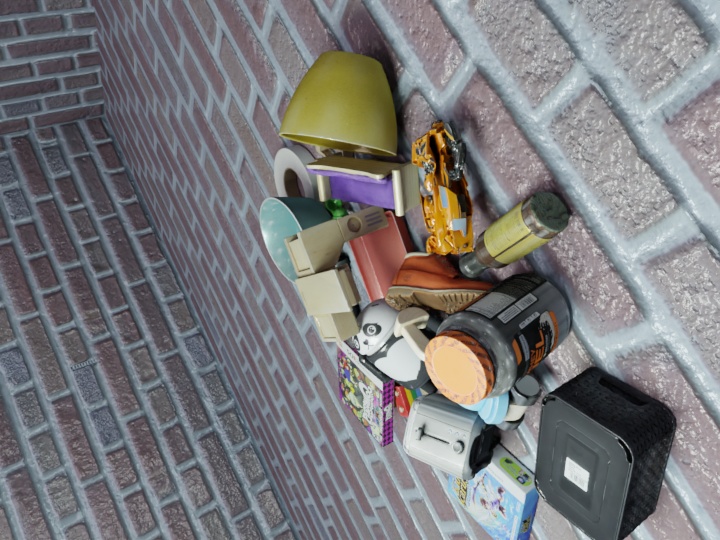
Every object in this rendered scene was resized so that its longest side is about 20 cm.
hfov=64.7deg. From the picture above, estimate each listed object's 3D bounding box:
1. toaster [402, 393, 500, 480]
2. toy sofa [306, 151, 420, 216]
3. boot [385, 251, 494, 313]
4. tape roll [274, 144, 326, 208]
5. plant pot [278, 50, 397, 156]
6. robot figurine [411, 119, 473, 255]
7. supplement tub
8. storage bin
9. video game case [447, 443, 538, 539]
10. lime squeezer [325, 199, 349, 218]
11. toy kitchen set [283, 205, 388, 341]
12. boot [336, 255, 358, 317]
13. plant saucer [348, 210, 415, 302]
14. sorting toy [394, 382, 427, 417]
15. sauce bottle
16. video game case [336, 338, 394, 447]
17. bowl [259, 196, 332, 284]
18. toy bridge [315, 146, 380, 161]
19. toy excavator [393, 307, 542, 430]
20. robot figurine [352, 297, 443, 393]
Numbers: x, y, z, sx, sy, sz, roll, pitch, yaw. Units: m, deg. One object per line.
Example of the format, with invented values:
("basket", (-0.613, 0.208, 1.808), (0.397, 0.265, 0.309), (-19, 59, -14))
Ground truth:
("toaster", (0.159, 0.274, 0.970), (0.129, 0.200, 0.114), (14, 91, 27))
("toy sofa", (0.000, -0.153, 1.008), (0.200, 0.098, 0.083), (16, 124, 40))
("boot", (0.144, 0.015, 0.938), (0.200, 0.107, 0.075), (5, 149, 32))
("tape roll", (-0.142, -0.194, 1.342), (0.203, 0.037, 0.203), (41, 143, 41))
("plant pot", (-0.027, -0.278, 0.943), (0.200, 0.200, 0.142), (21, 104, 55))
("robot figurine", (0.123, -0.125, 0.856), (0.145, 0.058, 0.201), (-173, 73, -79))
("supplement tub", (0.185, 0.091, 0.768), (0.122, 0.200, 0.123), (26, 129, 37))
("storage bin", (0.322, 0.252, 0.770), (0.135, 0.094, 0.200), (32, 135, 48))
("video game case", (0.244, 0.408, 1.071), (0.181, 0.045, 0.200), (39, 141, 45))
("lime squeezer", (-0.043, -0.139, 1.199), (0.200, 0.038, 0.071), (62, 138, 37))
("toy kitchen set", (0.000, 0.000, 0.995), (0.163, 0.180, 0.200), (-12, 99, 62))
("boot", (-0.083, 0.045, 1.359), (0.200, 0.076, 0.169), (12, 116, 51))
("plant saucer", (0.058, -0.009, 1.117), (0.200, 0.037, 0.200), (-15, 95, 62))
("sorting toy", (0.066, 0.213, 1.223), (0.200, 0.069, 0.199), (-5, 105, 62))
("sauce bottle", (0.204, -0.042, 0.801), (0.065, 0.065, 0.200), (64, 151, 8))
("video game case", (0.009, 0.255, 1.239), (0.181, 0.036, 0.200), (40, 141, 45))
("bowl", (-0.125, -0.079, 1.246), (0.201, 0.105, 0.201), (35, 138, 39))
("toy bridge", (-0.029, -0.216, 1.133), (0.200, 0.027, 0.067), (36, 139, 44))
("toy excavator", (0.159, 0.145, 0.895), (0.100, 0.199, 0.195), (102, 169, -47))
("robot figurine", (0.079, 0.139, 1.040), (0.200, 0.150, 0.125), (38, 172, -7))
